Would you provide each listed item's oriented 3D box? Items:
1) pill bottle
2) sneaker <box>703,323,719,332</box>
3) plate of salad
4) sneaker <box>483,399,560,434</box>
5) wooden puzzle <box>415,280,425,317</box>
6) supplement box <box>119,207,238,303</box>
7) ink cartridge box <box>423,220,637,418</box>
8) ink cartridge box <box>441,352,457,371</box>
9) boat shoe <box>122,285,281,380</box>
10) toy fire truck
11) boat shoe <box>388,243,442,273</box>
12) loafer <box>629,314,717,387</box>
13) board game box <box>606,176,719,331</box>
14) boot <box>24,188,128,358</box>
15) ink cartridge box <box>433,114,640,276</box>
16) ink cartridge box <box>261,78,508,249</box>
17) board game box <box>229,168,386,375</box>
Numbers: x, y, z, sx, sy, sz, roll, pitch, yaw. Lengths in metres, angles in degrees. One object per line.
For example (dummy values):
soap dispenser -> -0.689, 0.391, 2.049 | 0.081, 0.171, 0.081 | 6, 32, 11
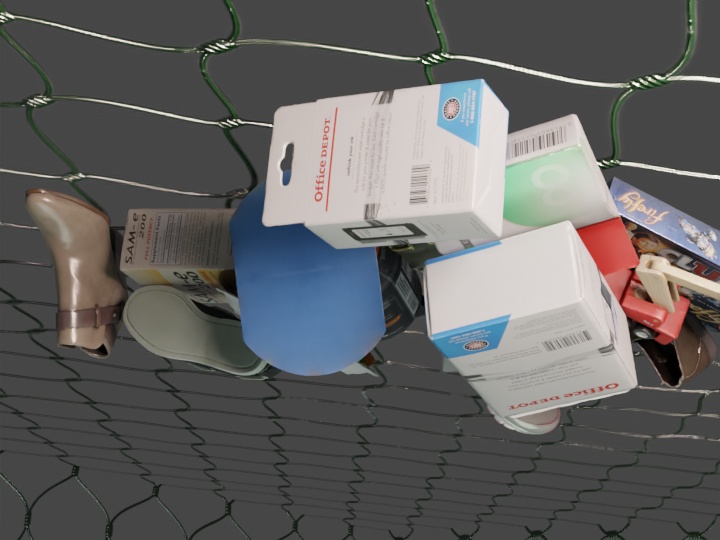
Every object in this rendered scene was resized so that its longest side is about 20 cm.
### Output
pill bottle -> 0.000, 0.000, 1.500 | 0.105, 0.108, 0.200 | 1, 162, 13
sneaker -> 0.359, 0.031, 1.549 | 0.144, 0.078, 0.202 | -1, 162, 15
plate of salad -> -0.064, 0.057, 1.505 | 0.198, 0.048, 0.200 | 29, 176, 2
sneaker -> 0.191, 0.125, 1.785 | 0.200, 0.082, 0.088 | 47, 140, -10
wooden puzzle -> 0.004, 0.038, 1.741 | 0.183, 0.038, 0.199 | 18, 159, -37
supplement box -> -0.148, -0.014, 1.550 | 0.197, 0.075, 0.126 | 0, 162, 17
ink cartridge box -> 0.160, 0.052, 1.307 | 0.145, 0.087, 0.200 | -15, 150, 19
ink cartridge box -> 0.167, 0.048, 1.612 | 0.143, 0.085, 0.200 | 0, 158, 1
boat shoe -> -0.171, 0.073, 1.529 | 0.198, 0.076, 0.060 | 24, 175, 30
toy fire truck -> 0.287, 0.018, 1.363 | 0.198, 0.049, 0.141 | 27, 160, -2
boat shoe -> 0.092, -0.055, 1.353 | 0.060, 0.073, 0.201 | 26, 149, -19
loafer -> 0.303, 0.044, 1.491 | 0.200, 0.071, 0.073 | 47, 147, -12
board game box -> 0.306, -0.012, 1.388 | 0.198, 0.035, 0.136 | 27, 160, -4
boot -> -0.314, 0.011, 1.554 | 0.069, 0.148, 0.200 | -2, 162, 25
ink cartridge box -> 0.152, -0.035, 1.267 | 0.159, 0.050, 0.201 | -16, 130, 19
ink cartridge box -> 0.021, -0.086, 1.195 | 0.197, 0.118, 0.068 | -3, 160, 27
board game box -> -0.047, 0.001, 1.389 | 0.156, 0.203, 0.039 | -8, 178, 24
